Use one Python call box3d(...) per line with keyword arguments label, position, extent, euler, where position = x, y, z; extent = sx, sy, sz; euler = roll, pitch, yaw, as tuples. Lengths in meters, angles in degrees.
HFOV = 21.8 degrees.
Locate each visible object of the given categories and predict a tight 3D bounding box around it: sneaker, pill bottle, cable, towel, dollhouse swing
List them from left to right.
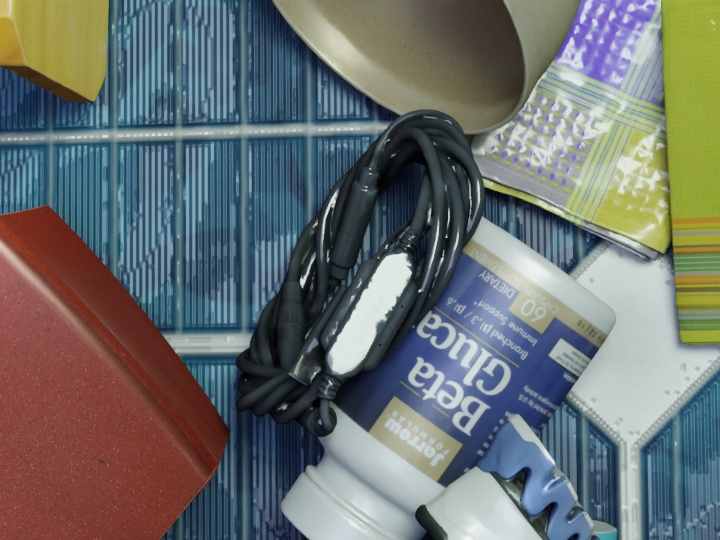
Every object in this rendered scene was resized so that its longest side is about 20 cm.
box3d(label="dollhouse swing", position=(-0.230, -0.209, 1.068), extent=(0.182, 0.200, 0.176), euler=(16, 89, 9))
box3d(label="cable", position=(0.000, 0.000, 1.049), extent=(0.051, 0.163, 0.200), euler=(31, 79, -18))
box3d(label="pill bottle", position=(0.044, 0.075, 1.051), extent=(0.111, 0.111, 0.200), euler=(35, 91, 9))
box3d(label="sneaker", position=(0.090, 0.187, 0.999), extent=(0.115, 0.081, 0.199), euler=(-33, 96, 1))
box3d(label="towel", position=(0.153, -0.118, 1.094), extent=(0.144, 0.023, 0.200), euler=(28, 90, 10))
box3d(label="towel", position=(0.217, -0.057, 1.053), extent=(0.086, 0.018, 0.200), euler=(-2, 99, 21))

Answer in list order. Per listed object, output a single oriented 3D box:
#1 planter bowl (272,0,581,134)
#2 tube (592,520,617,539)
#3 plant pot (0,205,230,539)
box3d(label="planter bowl", position=(0.049, -0.194, 1.045), extent=(0.200, 0.200, 0.135), euler=(38, 66, 9))
box3d(label="tube", position=(0.111, 0.242, 1.066), extent=(0.077, 0.050, 0.200), euler=(6, 92, 23))
box3d(label="plant pot", position=(-0.184, 0.098, 1.053), extent=(0.176, 0.200, 0.200), euler=(39, 92, -4))
